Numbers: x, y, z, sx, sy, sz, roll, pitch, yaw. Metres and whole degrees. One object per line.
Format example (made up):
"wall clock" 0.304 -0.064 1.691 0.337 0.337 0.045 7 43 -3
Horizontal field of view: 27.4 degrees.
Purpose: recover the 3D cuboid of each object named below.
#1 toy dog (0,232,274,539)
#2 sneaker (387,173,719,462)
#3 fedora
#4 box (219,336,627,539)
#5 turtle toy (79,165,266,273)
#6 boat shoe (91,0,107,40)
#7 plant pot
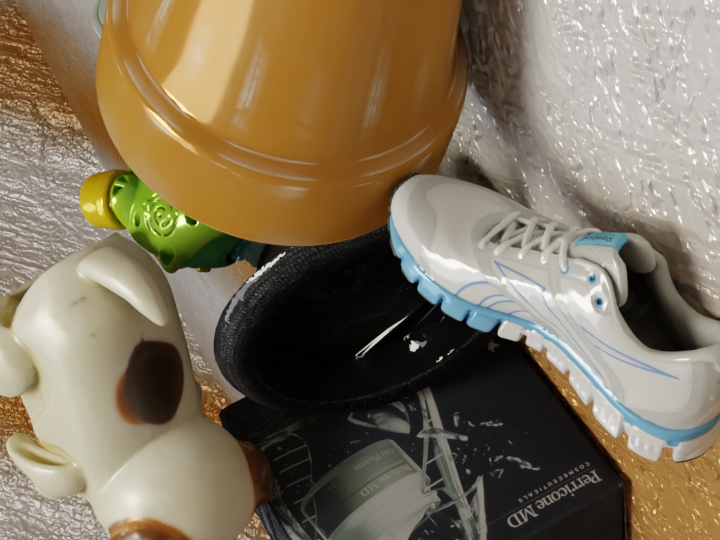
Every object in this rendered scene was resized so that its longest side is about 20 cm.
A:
"toy dog" -0.135 0.083 0.901 0.193 0.139 0.202 -24 97 41
"sneaker" 0.100 0.000 0.712 0.199 0.075 0.087 35 144 19
"fedora" 0.000 0.000 0.901 0.202 0.198 0.092 80 174 -51
"box" 0.041 0.148 0.978 0.197 0.198 0.125 54 165 38
"turtle toy" -0.084 -0.075 0.983 0.144 0.201 0.101 0 142 35
"boat shoe" -0.133 -0.155 0.976 0.060 0.075 0.201 49 -161 -30
"plant pot" -0.027 -0.147 0.745 0.201 0.198 0.184 58 151 23
